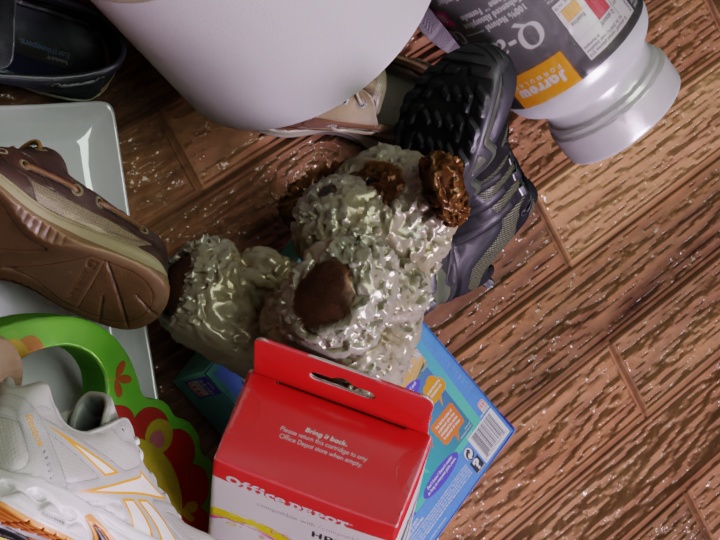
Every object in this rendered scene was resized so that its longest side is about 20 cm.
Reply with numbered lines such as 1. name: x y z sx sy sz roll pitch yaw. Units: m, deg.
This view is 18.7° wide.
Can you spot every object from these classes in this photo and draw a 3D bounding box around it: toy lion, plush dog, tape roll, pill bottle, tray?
1. toy lion: -0.168 0.122 1.294 0.191 0.068 0.202 -11 101 -41
2. plush dog: 0.000 0.000 1.335 0.160 0.199 0.173 42 65 -32
3. tape roll: -0.067 -0.206 1.334 0.139 0.201 0.204 47 55 -46
4. pill bottle: 0.119 -0.174 1.447 0.200 0.116 0.117 49 58 -20
5. tray: -0.187 -0.002 1.342 0.107 0.022 0.202 -6 84 -35

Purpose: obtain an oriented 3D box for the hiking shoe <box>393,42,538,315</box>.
1. hiking shoe: 0.075 -0.067 1.461 0.100 0.201 0.076 -16 45 -39

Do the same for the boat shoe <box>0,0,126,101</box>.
1. boat shoe: -0.231 -0.147 1.316 0.199 0.062 0.075 11 76 -31

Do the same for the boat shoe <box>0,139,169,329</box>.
1. boat shoe: -0.200 -0.038 1.295 0.199 0.072 0.072 26 36 -17

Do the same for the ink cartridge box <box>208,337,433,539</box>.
1. ink cartridge box: -0.026 0.132 1.294 0.115 0.201 0.068 19 57 7

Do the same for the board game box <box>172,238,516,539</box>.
1. board game box: -0.007 0.089 1.434 0.200 0.045 0.152 50 58 -16

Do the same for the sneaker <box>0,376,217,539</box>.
1. sneaker: -0.138 0.122 1.238 0.200 0.075 0.093 33 63 -47

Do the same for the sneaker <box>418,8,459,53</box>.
1. sneaker: 0.114 -0.203 1.568 0.199 0.077 0.113 24 53 -24

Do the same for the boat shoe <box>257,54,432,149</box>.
1. boat shoe: -0.012 -0.125 1.457 0.199 0.072 0.077 8 76 -34
